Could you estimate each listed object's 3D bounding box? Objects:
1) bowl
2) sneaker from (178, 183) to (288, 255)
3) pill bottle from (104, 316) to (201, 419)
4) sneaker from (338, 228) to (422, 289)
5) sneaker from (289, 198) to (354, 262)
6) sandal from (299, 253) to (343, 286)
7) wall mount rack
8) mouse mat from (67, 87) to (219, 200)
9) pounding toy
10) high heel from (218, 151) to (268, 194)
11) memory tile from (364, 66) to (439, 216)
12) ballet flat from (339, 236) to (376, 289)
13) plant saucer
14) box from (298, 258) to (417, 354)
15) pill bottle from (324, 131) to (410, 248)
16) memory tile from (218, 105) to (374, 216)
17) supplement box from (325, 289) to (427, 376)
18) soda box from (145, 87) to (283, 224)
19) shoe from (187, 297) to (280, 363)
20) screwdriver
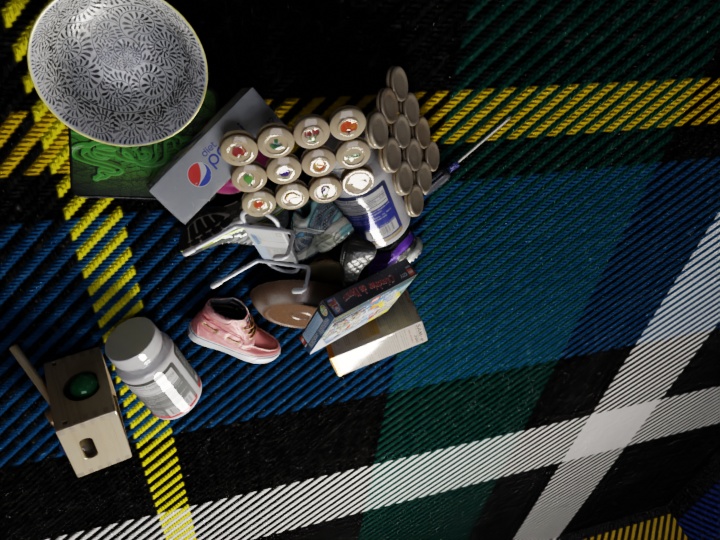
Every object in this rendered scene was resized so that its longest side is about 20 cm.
[{"bbox_3d":[-0.294,-0.266,0.725,0.198,0.095,0.202,-11,136,-11],"label":"bowl"},{"bbox_3d":[-0.205,-0.067,0.974,0.198,0.074,0.081,-21,140,1],"label":"sneaker"},{"bbox_3d":[-0.390,0.186,1.111,0.113,0.115,0.201,-20,136,-3],"label":"pill bottle"},{"bbox_3d":[0.014,-0.022,1.115,0.200,0.070,0.099,-40,126,14],"label":"sneaker"},{"bbox_3d":[-0.080,-0.075,0.983,0.077,0.087,0.199,-35,-172,-29],"label":"sneaker"},{"bbox_3d":[-0.077,0.004,1.105,0.077,0.070,0.212,13,150,-10],"label":"sandal"},{"bbox_3d":[-0.177,-0.020,0.949,0.171,0.075,0.201,6,153,13],"label":"wall mount rack"},{"bbox_3d":[-0.298,-0.180,0.818,0.197,0.008,0.163,-1,105,-20],"label":"mouse mat"},{"bbox_3d":[-0.528,0.243,1.079,0.141,0.185,0.202,-17,138,-23],"label":"pounding toy"},{"bbox_3d":[-0.228,-0.162,0.875,0.197,0.068,0.096,-12,147,8],"label":"high heel"},{"bbox_3d":[0.069,-0.197,0.909,0.017,0.155,0.201,1,145,32],"label":"memory tile"},{"bbox_3d":[0.000,0.000,1.000,0.056,0.067,0.200,13,164,7],"label":"ballet flat"},{"bbox_3d":[-0.111,0.071,1.106,0.197,0.037,0.201,2,157,1],"label":"plant saucer"},{"bbox_3d":[-0.003,0.062,1.036,0.199,0.038,0.137,-26,161,-36],"label":"box"},{"bbox_3d":[0.001,-0.142,0.949,0.118,0.120,0.201,-24,136,2],"label":"pill bottle"},{"bbox_3d":[-0.081,-0.144,0.808,0.197,0.017,0.154,-14,142,-2],"label":"memory tile"},{"bbox_3d":[0.022,0.115,1.203,0.198,0.127,0.074,-21,136,0],"label":"supplement box"},{"bbox_3d":[-0.205,-0.163,0.822,0.200,0.063,0.068,-48,118,-6],"label":"soda box"},{"bbox_3d":[-0.227,0.116,1.139,0.198,0.072,0.091,22,127,-31],"label":"shoe"},{"bbox_3d":[0.185,-0.199,1.030,0.199,0.029,0.028,-36,135,21],"label":"screwdriver"}]
